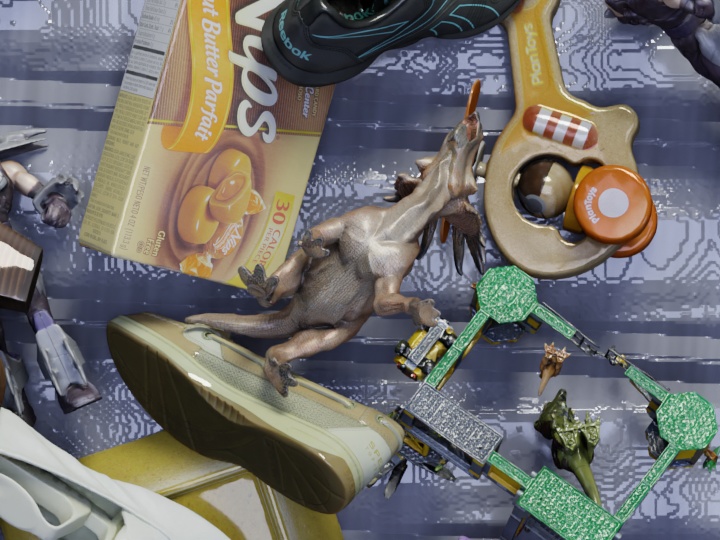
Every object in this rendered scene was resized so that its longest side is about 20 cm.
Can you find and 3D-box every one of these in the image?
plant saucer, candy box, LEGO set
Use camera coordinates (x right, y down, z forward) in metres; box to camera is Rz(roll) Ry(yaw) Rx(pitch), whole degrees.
[{"bbox_3d":[-0.104,0.198,1.606,0.200,0.048,0.200,-19,92,-1],"label":"plant saucer"},{"bbox_3d":[-0.083,-0.095,1.568,0.115,0.055,0.200,15,92,-32],"label":"candy box"},{"bbox_3d":[0.109,0.103,1.591,0.200,0.116,0.154,28,69,6],"label":"LEGO set"}]

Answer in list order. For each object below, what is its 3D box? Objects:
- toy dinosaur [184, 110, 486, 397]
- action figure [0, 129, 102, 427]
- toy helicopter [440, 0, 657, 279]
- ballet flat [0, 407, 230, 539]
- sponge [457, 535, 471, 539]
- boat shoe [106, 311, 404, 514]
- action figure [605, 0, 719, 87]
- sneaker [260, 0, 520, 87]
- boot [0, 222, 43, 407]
[{"bbox_3d":[0.000,0.000,1.546,0.200,0.136,0.086,-31,95,28],"label":"toy dinosaur"},{"bbox_3d":[-0.220,-0.004,1.587,0.130,0.069,0.200,-21,89,5],"label":"action figure"},{"bbox_3d":[0.102,-0.092,1.597,0.132,0.079,0.200,-10,82,8],"label":"toy helicopter"},{"bbox_3d":[-0.161,0.150,1.543,0.200,0.069,0.069,32,91,-3],"label":"ballet flat"},{"bbox_3d":[0.121,0.250,1.596,0.200,0.030,0.112,29,122,-2],"label":"sponge"},{"bbox_3d":[-0.067,0.074,1.570,0.201,0.073,0.063,26,50,33],"label":"boat shoe"},{"bbox_3d":[0.202,-0.140,1.555,0.069,0.130,0.200,-44,109,-3],"label":"action figure"},{"bbox_3d":[0.037,-0.170,1.535,0.200,0.079,0.075,-31,80,-24],"label":"sneaker"},{"bbox_3d":[-0.272,0.037,1.503,0.146,0.070,0.200,14,62,0],"label":"boot"}]
